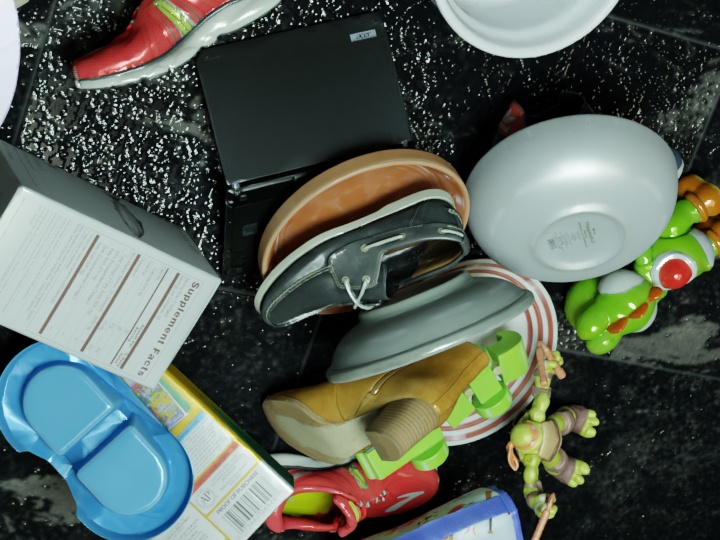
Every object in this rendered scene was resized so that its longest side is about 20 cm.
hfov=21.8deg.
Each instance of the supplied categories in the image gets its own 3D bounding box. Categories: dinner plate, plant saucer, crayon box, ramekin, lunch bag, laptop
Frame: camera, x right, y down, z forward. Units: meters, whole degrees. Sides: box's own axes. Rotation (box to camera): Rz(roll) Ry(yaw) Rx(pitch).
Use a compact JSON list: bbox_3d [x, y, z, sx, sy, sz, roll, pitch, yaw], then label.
[{"bbox_3d":[0.099,0.078,1.812,0.199,0.024,0.201,-10,119,-19],"label":"dinner plate"},{"bbox_3d":[0.001,-0.037,1.671,0.199,0.032,0.201,-17,145,-12],"label":"plant saucer"},{"bbox_3d":[-0.173,0.171,1.689,0.200,0.052,0.126,44,93,-7],"label":"crayon box"},{"bbox_3d":[0.132,-0.293,1.601,0.199,0.098,0.202,-10,118,-20],"label":"ramekin"},{"bbox_3d":[0.055,0.041,1.663,0.199,0.200,0.050,-22,94,-13],"label":"plant saucer"},{"bbox_3d":[0.065,0.295,1.801,0.169,0.124,0.200,-20,152,-17],"label":"lunch bag"},{"bbox_3d":[-0.053,-0.108,1.663,0.176,0.104,0.200,-14,145,-16],"label":"laptop"}]

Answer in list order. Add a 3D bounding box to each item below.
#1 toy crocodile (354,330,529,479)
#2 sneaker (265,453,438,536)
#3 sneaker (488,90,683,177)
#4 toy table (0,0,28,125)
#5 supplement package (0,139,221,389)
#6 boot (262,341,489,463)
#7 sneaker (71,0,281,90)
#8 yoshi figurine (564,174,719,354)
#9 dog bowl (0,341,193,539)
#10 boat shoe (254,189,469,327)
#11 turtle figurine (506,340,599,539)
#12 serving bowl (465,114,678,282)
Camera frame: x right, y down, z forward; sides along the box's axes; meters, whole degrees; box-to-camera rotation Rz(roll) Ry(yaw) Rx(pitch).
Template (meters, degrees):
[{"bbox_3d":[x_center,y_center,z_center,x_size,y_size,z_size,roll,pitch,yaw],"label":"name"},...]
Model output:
[{"bbox_3d":[0.078,0.126,1.769,0.200,0.062,0.068,-38,124,-7],"label":"toy crocodile"},{"bbox_3d":[-0.012,0.222,1.788,0.199,0.085,0.077,-4,117,-22],"label":"sneaker"},{"bbox_3d":[0.218,-0.122,1.736,0.199,0.075,0.085,-1,119,-23],"label":"sneaker"},{"bbox_3d":[-0.334,-0.195,1.432,0.183,0.117,0.201,0,115,-24],"label":"toy table"},{"bbox_3d":[-0.240,-0.005,1.565,0.199,0.117,0.118,27,101,-32],"label":"supplement package"},{"bbox_3d":[0.016,0.111,1.730,0.144,0.201,0.071,-44,121,-33],"label":"boot"},{"bbox_3d":[-0.159,-0.218,1.534,0.200,0.077,0.085,-34,112,-14],"label":"sneaker"},{"bbox_3d":[0.271,-0.001,1.825,0.200,0.112,0.112,-42,165,-16],"label":"yoshi figurine"},{"bbox_3d":[-0.230,0.145,1.633,0.111,0.050,0.200,-41,96,2],"label":"dog bowl"},{"bbox_3d":[0.000,0.000,1.634,0.199,0.068,0.072,-26,143,4],"label":"boat shoe"},{"bbox_3d":[0.179,0.175,1.824,0.161,0.064,0.201,20,69,-63],"label":"turtle figurine"},{"bbox_3d":[0.194,-0.051,1.696,0.199,0.066,0.201,-4,142,-3],"label":"serving bowl"}]
